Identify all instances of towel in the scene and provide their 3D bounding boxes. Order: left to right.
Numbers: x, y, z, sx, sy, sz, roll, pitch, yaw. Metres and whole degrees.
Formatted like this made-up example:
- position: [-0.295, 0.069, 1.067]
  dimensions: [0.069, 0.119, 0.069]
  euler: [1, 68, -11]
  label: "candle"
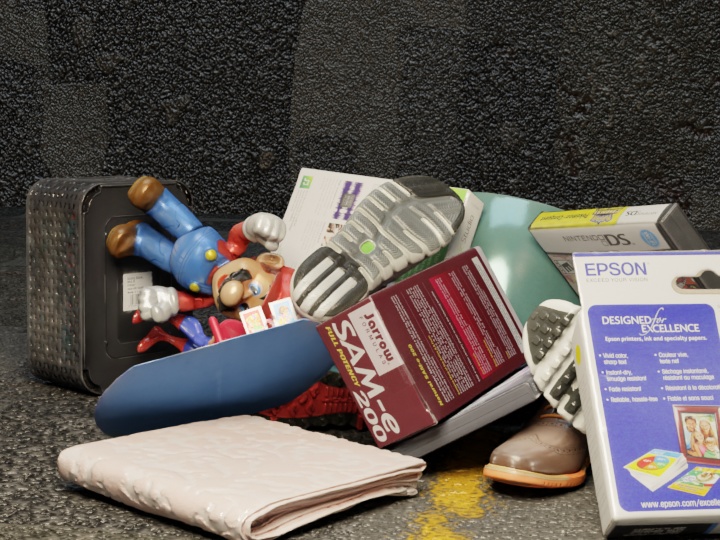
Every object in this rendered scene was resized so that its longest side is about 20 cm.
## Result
- position: [-0.085, 0.147, 1.064]
  dimensions: [0.200, 0.032, 0.191]
  euler: [8, 9, 41]
  label: "towel"

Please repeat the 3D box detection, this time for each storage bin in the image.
- position: [-0.243, 0.010, 1.439]
  dimensions: [0.094, 0.200, 0.135]
  euler: [6, 9, 43]
  label: "storage bin"

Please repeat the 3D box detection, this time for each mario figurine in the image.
- position: [-0.137, -0.005, 1.317]
  dimensions: [0.200, 0.124, 0.106]
  euler: [31, 51, 17]
  label: "mario figurine"

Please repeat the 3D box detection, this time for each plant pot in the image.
- position: [0.134, 0.018, 1.388]
  dimensions: [0.200, 0.161, 0.201]
  euler: [13, -5, 1]
  label: "plant pot"

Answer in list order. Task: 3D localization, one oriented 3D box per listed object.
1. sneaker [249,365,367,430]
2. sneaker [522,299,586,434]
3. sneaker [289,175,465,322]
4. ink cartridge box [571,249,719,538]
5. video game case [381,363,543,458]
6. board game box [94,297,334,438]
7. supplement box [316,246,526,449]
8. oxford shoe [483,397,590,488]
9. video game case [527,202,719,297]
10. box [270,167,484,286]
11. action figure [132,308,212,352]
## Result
- position: [-0.041, 0.091, 1.287]
  dimensions: [0.200, 0.079, 0.096]
  euler: [9, 21, -15]
  label: "sneaker"
- position: [0.201, 0.100, 1.087]
  dimensions: [0.200, 0.075, 0.081]
  euler: [43, 8, 12]
  label: "sneaker"
- position: [0.000, 0.000, 1.251]
  dimensions: [0.200, 0.075, 0.116]
  euler: [-35, -15, -36]
  label: "sneaker"
- position: [0.250, 0.083, 1.024]
  dimensions: [0.197, 0.200, 0.047]
  euler: [0, -30, -7]
  label: "ink cartridge box"
- position: [0.098, 0.108, 1.186]
  dimensions: [0.143, 0.019, 0.200]
  euler: [-29, -4, 19]
  label: "video game case"
- position: [-0.116, 0.074, 1.163]
  dimensions: [0.200, 0.039, 0.158]
  euler: [-15, -25, -13]
  label: "board game box"
- position: [0.058, 0.057, 1.176]
  dimensions: [0.061, 0.109, 0.200]
  euler: [-30, -4, 30]
  label: "supplement box"
- position: [0.150, 0.120, 1.138]
  dimensions: [0.071, 0.073, 0.200]
  euler: [7, 9, 28]
  label: "oxford shoe"
- position: [0.254, 0.027, 1.248]
  dimensions: [0.026, 0.200, 0.181]
  euler: [-47, 20, -21]
  label: "video game case"
- position: [0.005, -0.014, 1.353]
  dimensions: [0.200, 0.145, 0.036]
  euler: [11, -15, 39]
  label: "box"
- position: [-0.119, 0.089, 1.349]
  dimensions: [0.200, 0.066, 0.052]
  euler: [20, 44, 20]
  label: "action figure"
